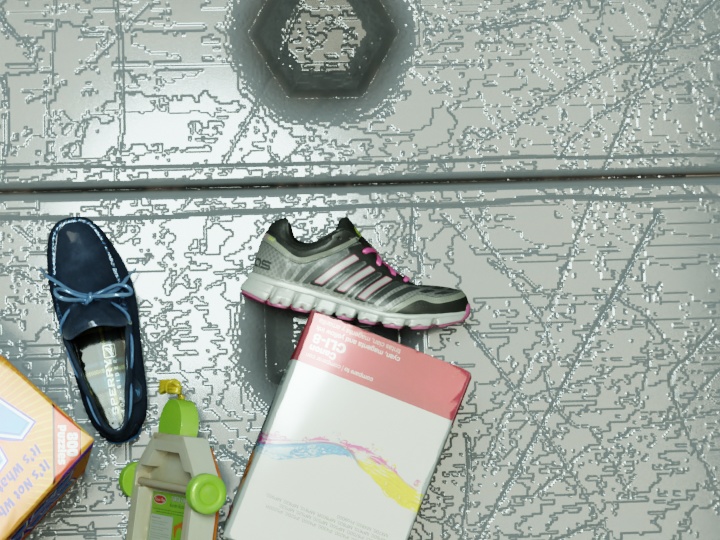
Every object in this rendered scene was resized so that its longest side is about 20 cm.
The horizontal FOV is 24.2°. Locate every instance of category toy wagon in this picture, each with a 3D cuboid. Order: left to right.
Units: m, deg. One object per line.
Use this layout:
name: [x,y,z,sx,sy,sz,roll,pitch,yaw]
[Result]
toy wagon: [-0.155,0.190,1.389,0.040,0.155,0.200,11,83,-30]

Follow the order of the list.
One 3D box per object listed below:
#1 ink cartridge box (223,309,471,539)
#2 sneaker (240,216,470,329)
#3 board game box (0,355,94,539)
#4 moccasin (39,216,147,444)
ink cartridge box: [-0.014,0.155,1.401,0.144,0.145,0.200,22,83,-2]
sneaker: [0.000,0.000,1.452,0.200,0.074,0.088,10,90,2]
board game box: [-0.355,0.156,1.337,0.200,0.200,0.200,41,72,1]
moccasin: [-0.219,0.047,1.438,0.080,0.068,0.200,-19,86,-5]
